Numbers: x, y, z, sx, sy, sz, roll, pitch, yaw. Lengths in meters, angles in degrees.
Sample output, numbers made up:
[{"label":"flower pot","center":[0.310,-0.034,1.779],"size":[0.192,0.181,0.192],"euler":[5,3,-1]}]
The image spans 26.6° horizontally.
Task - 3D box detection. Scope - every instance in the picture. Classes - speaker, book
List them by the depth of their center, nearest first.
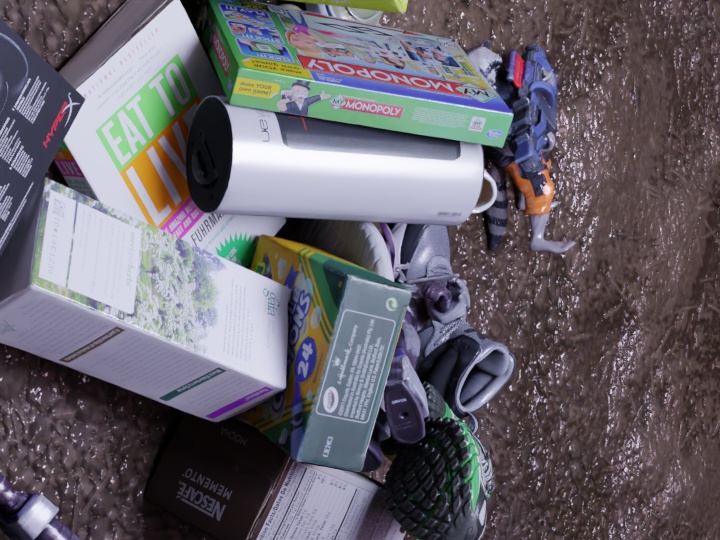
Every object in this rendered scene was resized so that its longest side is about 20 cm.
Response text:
[{"label":"speaker","center":[-0.018,-0.074,1.057],"size":[0.200,0.081,0.081],"euler":[2,90,-29]},{"label":"book","center":[-0.139,-0.069,1.058],"size":[0.134,0.048,0.200],"euler":[-53,132,-33]}]

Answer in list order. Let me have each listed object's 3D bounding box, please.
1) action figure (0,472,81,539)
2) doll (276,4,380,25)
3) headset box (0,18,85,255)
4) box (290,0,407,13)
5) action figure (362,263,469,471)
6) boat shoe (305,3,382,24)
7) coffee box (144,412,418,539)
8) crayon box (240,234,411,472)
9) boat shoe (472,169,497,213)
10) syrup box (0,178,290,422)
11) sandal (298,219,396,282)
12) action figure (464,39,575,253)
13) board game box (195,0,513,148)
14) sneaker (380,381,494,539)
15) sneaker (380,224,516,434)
[{"label":"action figure","center":[-0.255,0.113,0.908],"size":[0.130,0.069,0.200],"euler":[-44,120,-31]},{"label":"doll","center":[-0.010,-0.139,1.200],"size":[0.200,0.048,0.137],"euler":[41,65,-36]},{"label":"headset box","center":[-0.273,-0.099,0.865],"size":[0.200,0.075,0.149],"euler":[45,58,-42]},{"label":"box","center":[-0.054,-0.248,1.048],"size":[0.048,0.200,0.122],"euler":[53,49,-67]},{"label":"action figure","center":[0.021,0.052,1.143],"size":[0.069,0.130,0.200],"euler":[55,23,-30]},{"label":"boat shoe","center":[0.011,-0.254,1.182],"size":[0.072,0.062,0.200],"euler":[42,48,-30]},{"label":"coffee box","center":[-0.043,0.174,1.118],"size":[0.200,0.113,0.080],"euler":[31,83,-46]},{"label":"crayon box","center":[-0.043,0.050,1.064],"size":[0.051,0.200,0.126],"euler":[14,94,-24]},{"label":"boat shoe","center":[0.020,-0.084,1.161],"size":[0.200,0.070,0.071],"euler":[19,99,-33]},{"label":"syrup box","center":[-0.144,0.024,0.978],"size":[0.200,0.081,0.079],"euler":[26,51,-36]},{"label":"sandal","center":[0.003,-0.006,1.118],"size":[0.050,0.203,0.083],"euler":[10,119,-22]},{"label":"action figure","center":[0.127,-0.105,1.329],"size":[0.200,0.104,0.194],"euler":[-67,137,-60]},{"label":"board game box","center":[-0.006,-0.141,1.070],"size":[0.200,0.135,0.029],"euler":[7,118,-21]},{"label":"sneaker","center":[0.069,0.148,1.106],"size":[0.085,0.200,0.078],"euler":[41,101,-13]},{"label":"sneaker","center":[0.074,0.041,1.258],"size":[0.075,0.114,0.201],"euler":[16,80,-50]}]
